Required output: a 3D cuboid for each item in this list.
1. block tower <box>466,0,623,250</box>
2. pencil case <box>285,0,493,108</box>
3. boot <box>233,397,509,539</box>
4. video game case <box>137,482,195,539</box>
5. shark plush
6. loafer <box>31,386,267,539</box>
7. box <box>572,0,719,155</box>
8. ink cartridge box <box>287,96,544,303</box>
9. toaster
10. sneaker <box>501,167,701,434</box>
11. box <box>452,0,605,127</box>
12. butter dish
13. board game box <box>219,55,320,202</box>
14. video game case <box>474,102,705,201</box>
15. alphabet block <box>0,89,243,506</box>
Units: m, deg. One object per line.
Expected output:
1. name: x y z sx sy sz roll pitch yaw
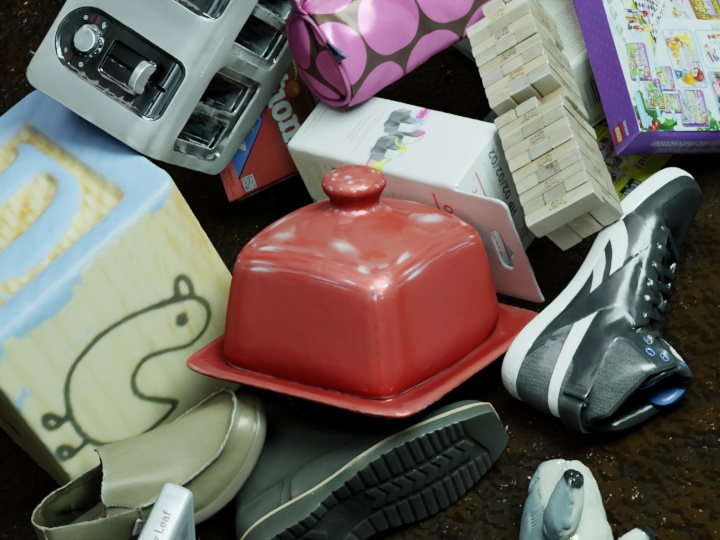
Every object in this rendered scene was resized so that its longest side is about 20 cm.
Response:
1. block tower: 0.128 -0.107 1.290 0.054 0.058 0.201 -30 49 22
2. pencil case: 0.042 -0.204 1.355 0.199 0.094 0.091 -33 19 -19
3. boot: -0.010 0.116 1.264 0.199 0.078 0.139 -27 40 0
4. video game case: -0.144 0.252 1.123 0.022 0.201 0.183 18 58 8
5. shark plush: 0.115 0.215 1.146 0.083 0.091 0.202 -2 69 49
6. loafer: -0.149 0.147 1.268 0.200 0.067 0.076 -41 35 12
7. box: 0.226 -0.181 1.334 0.136 0.039 0.201 -2 67 -24
8. ink cartridge box: 0.055 -0.056 1.351 0.199 0.115 0.068 17 58 36
9. toaster: -0.131 -0.176 1.349 0.118 0.200 0.182 34 95 13
10. sneaker: 0.197 0.030 1.245 0.112 0.073 0.200 31 77 38
11. box: 0.131 -0.191 1.432 0.082 0.069 0.200 -36 44 -9
12. butter dish: 0.000 0.000 1.268 0.198 0.149 0.200 10 25 35
13. board game box: -0.092 -0.166 1.444 0.102 0.019 0.201 -22 84 29
14. video game case: 0.197 -0.128 1.411 0.180 0.026 0.200 26 65 40
15. alphabet block: -0.216 0.022 1.354 0.195 0.200 0.196 -42 46 -12
